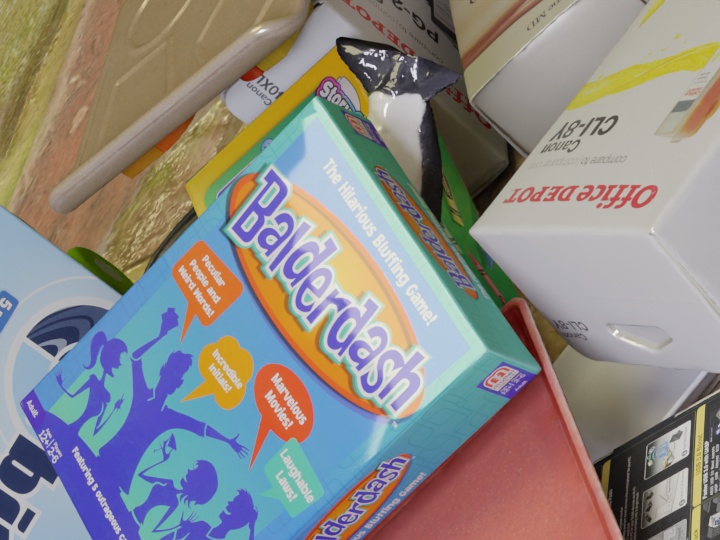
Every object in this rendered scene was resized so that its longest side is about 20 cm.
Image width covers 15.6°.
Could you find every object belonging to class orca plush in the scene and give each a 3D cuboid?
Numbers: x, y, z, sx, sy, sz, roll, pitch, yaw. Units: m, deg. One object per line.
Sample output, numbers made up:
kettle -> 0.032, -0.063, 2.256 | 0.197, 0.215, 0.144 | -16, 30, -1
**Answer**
orca plush -> -0.011, -0.007, 1.205 | 0.071, 0.105, 0.200 | -117, 29, -77

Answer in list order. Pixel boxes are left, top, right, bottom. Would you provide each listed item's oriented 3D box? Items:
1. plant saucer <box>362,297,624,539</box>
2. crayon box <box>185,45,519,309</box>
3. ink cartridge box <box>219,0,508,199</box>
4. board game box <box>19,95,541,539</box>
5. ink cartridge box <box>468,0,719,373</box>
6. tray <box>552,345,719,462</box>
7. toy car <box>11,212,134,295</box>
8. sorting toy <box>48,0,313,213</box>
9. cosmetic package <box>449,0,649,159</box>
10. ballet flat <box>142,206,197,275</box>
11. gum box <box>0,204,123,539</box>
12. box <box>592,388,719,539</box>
plant saucer -> 0.027, 0.132, 1.064 | 0.200, 0.037, 0.200 | -46, 26, 15
crayon box -> 0.000, 0.000, 1.283 | 0.119, 0.058, 0.200 | -41, 51, 22
ink cartridge box -> 0.003, -0.129, 1.438 | 0.083, 0.145, 0.200 | -39, 27, 25
board game box -> -0.039, 0.049, 1.114 | 0.200, 0.045, 0.152 | -45, 55, 17
ink cartridge box -> 0.158, -0.062, 1.081 | 0.200, 0.083, 0.145 | -52, 22, -17
tray -> 0.155, 0.005, 1.145 | 0.200, 0.022, 0.107 | -52, 25, -1
toy car -> -0.182, 0.093, 1.521 | 0.164, 0.158, 0.200 | -51, 53, 8
sorting toy -> -0.075, -0.129, 1.365 | 0.185, 0.036, 0.200 | -35, 25, 35
cosmetic package -> 0.107, -0.138, 1.344 | 0.103, 0.087, 0.200 | -41, 26, 18
ballet flat -> -0.064, -0.028, 1.526 | 0.200, 0.068, 0.068 | -49, 13, -20
gum box -> -0.169, 0.087, 1.373 | 0.045, 0.200, 0.170 | -7, 49, 61
box -> 0.118, 0.141, 0.991 | 0.161, 0.049, 0.200 | -33, 30, 30
